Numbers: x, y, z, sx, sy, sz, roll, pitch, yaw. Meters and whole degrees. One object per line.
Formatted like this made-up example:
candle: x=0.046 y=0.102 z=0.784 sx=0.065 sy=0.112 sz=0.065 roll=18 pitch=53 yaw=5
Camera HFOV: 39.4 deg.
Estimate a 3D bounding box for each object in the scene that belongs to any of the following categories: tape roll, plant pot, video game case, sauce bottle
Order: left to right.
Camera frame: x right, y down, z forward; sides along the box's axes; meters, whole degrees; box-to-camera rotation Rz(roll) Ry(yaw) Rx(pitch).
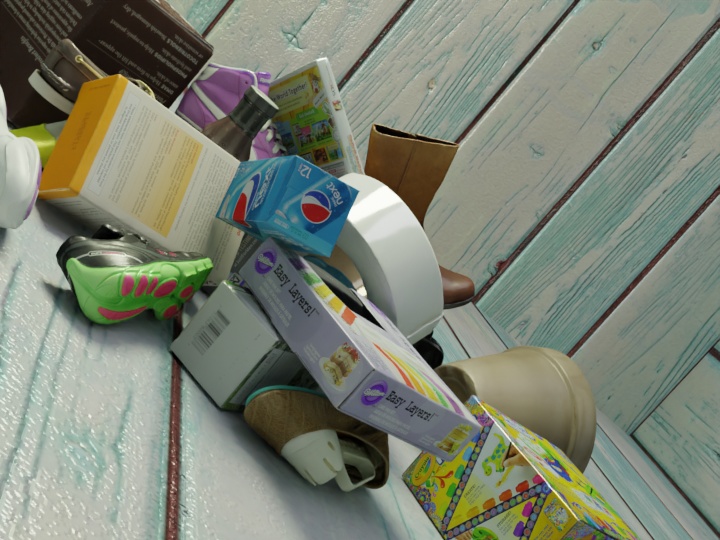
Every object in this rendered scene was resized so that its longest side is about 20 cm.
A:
sauce bottle: x=-0.170 y=-0.117 z=1.119 sx=0.066 sy=0.201 sz=0.066 roll=38 pitch=9 yaw=-7
video game case: x=-0.067 y=-0.140 z=1.198 sx=0.199 sy=0.023 sz=0.184 roll=-6 pitch=-76 yaw=58
tape roll: x=0.000 y=0.000 z=1.104 sx=0.202 sy=0.070 sz=0.204 roll=36 pitch=-39 yaw=36
plant pot: x=0.167 y=0.185 z=1.265 sx=0.172 sy=0.201 sz=0.200 roll=15 pitch=23 yaw=-38

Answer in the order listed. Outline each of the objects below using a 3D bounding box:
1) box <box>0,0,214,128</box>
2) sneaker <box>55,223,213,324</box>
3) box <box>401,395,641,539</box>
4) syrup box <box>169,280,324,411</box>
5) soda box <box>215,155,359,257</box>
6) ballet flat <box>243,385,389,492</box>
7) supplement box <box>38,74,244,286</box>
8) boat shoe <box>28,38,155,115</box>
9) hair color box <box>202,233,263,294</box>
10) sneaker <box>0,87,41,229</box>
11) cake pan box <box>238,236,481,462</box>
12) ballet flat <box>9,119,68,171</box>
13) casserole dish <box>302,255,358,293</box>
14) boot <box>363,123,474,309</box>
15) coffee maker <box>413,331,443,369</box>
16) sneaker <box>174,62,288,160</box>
box: x=-0.313 y=-0.253 z=1.157 sx=0.166 sy=0.200 sz=0.164 roll=47 pitch=9 yaw=34
sneaker: x=-0.190 y=-0.005 z=0.869 sx=0.084 sy=0.077 sz=0.200 roll=47 pitch=8 yaw=11
box: x=0.182 y=0.264 z=1.061 sx=0.199 sy=0.122 sz=0.193 roll=34 pitch=11 yaw=-41
syrup box: x=-0.079 y=0.080 z=0.939 sx=0.081 sy=0.079 sz=0.200 roll=44 pitch=8 yaw=24
soda box: x=-0.073 y=-0.060 z=0.927 sx=0.067 sy=0.065 sz=0.200 roll=27 pitch=-6 yaw=-20
ballet flat: x=-0.028 y=0.157 z=0.886 sx=0.200 sy=0.067 sz=0.073 roll=37 pitch=27 yaw=-55
supplement box: x=-0.204 y=-0.083 z=0.997 sx=0.073 sy=0.127 sz=0.199 roll=-1 pitch=-28 yaw=44
boat shoe: x=-0.250 y=-0.174 z=1.051 sx=0.072 sy=0.060 sz=0.199 roll=45 pitch=10 yaw=37
hair color box: x=-0.155 y=-0.053 z=1.174 sx=0.065 sy=0.110 sz=0.200 roll=37 pitch=9 yaw=-22
sneaker: x=-0.325 y=-0.100 z=0.819 sx=0.099 sy=0.075 sz=0.200 roll=6 pitch=32 yaw=-44
cake pan box: x=-0.002 y=0.070 z=0.901 sx=0.184 sy=0.052 sz=0.200 roll=37 pitch=9 yaw=-47
ballet flat: x=-0.288 y=-0.122 z=1.056 sx=0.067 sy=0.067 sz=0.200 roll=44 pitch=8 yaw=29
casserole dish: x=-0.023 y=0.078 z=1.089 sx=0.121 sy=0.039 sz=0.201 roll=6 pitch=-52 yaw=55
boot: x=0.076 y=-0.064 z=1.203 sx=0.186 sy=0.202 sz=0.069 roll=18 pitch=24 yaw=-2
coffee maker: x=-0.013 y=0.062 z=1.285 sx=0.190 sy=0.136 sz=0.200 roll=5 pitch=27 yaw=-32
sneaker: x=-0.117 y=-0.166 z=1.171 sx=0.200 sy=0.115 sz=0.073 roll=36 pitch=10 yaw=4
